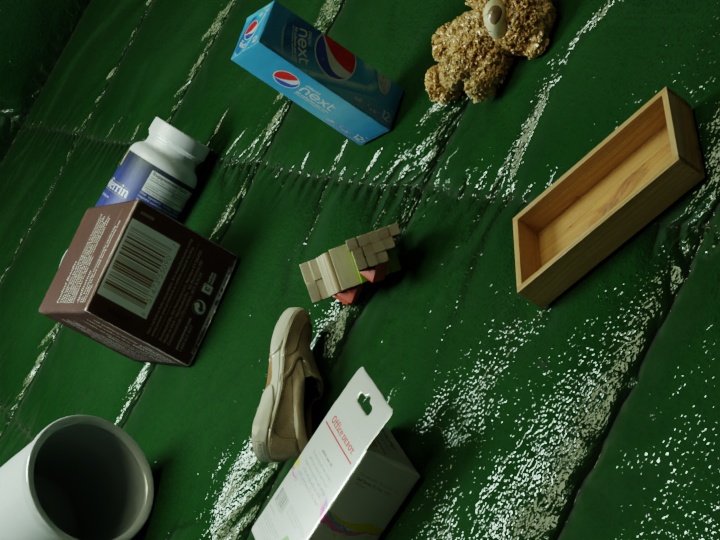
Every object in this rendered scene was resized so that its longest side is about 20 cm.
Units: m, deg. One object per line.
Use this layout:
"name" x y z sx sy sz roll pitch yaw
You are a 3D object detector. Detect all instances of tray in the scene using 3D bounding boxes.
"tray" 0.216 -0.062 1.436 0.200 0.037 0.099 -41 30 33

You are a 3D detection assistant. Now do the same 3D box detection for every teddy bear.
"teddy bear" 0.128 -0.253 1.773 0.200 0.067 0.146 8 72 64

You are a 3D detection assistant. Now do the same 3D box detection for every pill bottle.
"pill bottle" -0.312 -0.119 2.404 0.201 0.115 0.116 -59 25 0

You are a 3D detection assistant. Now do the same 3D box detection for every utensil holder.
"utensil holder" -0.377 0.290 2.018 0.200 0.169 0.171 -34 35 47

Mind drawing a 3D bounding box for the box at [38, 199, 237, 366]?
"box" -0.297 0.018 2.165 0.200 0.164 0.167 -2 61 62

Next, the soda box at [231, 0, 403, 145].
"soda box" -0.049 -0.232 1.926 0.068 0.199 0.065 -21 45 53

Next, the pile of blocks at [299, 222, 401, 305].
"pile of blocks" 0.000 0.000 1.768 0.200 0.082 0.063 -24 85 65

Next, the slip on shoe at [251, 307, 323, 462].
"slip on shoe" -0.067 0.121 1.749 0.060 0.076 0.201 -2 41 15

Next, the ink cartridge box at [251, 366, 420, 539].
"ink cartridge box" -0.014 0.205 1.539 0.201 0.067 0.117 -57 24 9
